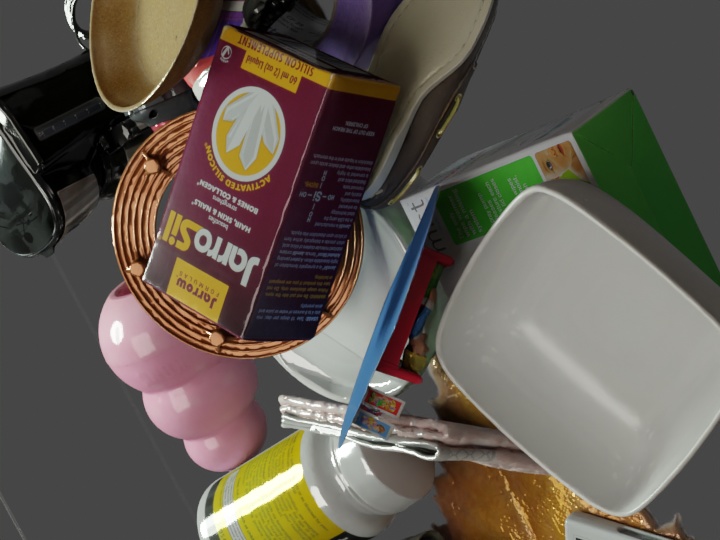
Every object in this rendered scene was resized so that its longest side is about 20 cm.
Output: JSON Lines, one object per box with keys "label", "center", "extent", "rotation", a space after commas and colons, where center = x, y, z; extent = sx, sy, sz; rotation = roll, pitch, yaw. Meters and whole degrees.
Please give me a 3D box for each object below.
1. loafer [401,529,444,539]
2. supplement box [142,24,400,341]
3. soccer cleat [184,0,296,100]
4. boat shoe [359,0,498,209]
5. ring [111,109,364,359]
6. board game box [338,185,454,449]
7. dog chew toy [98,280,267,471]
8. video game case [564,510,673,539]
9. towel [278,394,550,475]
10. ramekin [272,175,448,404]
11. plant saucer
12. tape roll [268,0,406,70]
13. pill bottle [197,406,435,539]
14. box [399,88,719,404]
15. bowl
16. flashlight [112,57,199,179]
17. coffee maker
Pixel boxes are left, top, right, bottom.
{"label": "loafer", "center": [0.055, 0.256, 1.650], "extent": [0.199, 0.070, 0.070], "rotation": [6, 109, 32]}
{"label": "supplement box", "center": [-0.066, -0.061, 1.364], "extent": [0.110, 0.085, 0.201], "rotation": [27, 104, 33]}
{"label": "soccer cleat", "center": [-0.089, -0.205, 1.399], "extent": [0.073, 0.068, 0.200], "rotation": [49, 138, 10]}
{"label": "boat shoe", "center": [0.044, -0.136, 1.401], "extent": [0.072, 0.059, 0.201], "rotation": [32, 93, 31]}
{"label": "ring", "center": [-0.096, -0.027, 1.454], "extent": [0.199, 0.019, 0.201], "rotation": [2, 105, 9]}
{"label": "board game box", "center": [0.037, 0.038, 1.361], "extent": [0.039, 0.158, 0.200], "rotation": [21, 132, -2]}
{"label": "dog chew toy", "center": [-0.149, 0.093, 1.699], "extent": [0.124, 0.125, 0.201], "rotation": [-11, 113, 43]}
{"label": "video game case", "center": [0.251, 0.305, 1.535], "extent": [0.182, 0.022, 0.201], "rotation": [13, 120, 36]}
{"label": "towel", "center": [0.064, 0.132, 1.479], "extent": [0.200, 0.190, 0.032], "rotation": [6, 85, 49]}
{"label": "ramekin", "center": [0.000, 0.000, 1.532], "extent": [0.202, 0.094, 0.203], "rotation": [20, 124, 32]}
{"label": "plant saucer", "center": [-0.144, -0.213, 1.407], "extent": [0.200, 0.035, 0.201], "rotation": [-26, 59, 54]}
{"label": "tape roll", "center": [-0.046, -0.239, 1.448], "extent": [0.199, 0.085, 0.201], "rotation": [19, 124, 31]}
{"label": "pill bottle", "center": [-0.038, 0.194, 1.644], "extent": [0.200, 0.114, 0.115], "rotation": [-34, 89, 34]}
{"label": "box", "center": [0.155, -0.005, 1.396], "extent": [0.176, 0.097, 0.201], "rotation": [-19, 101, 43]}
{"label": "bowl", "center": [0.165, 0.044, 1.297], "extent": [0.200, 0.075, 0.200], "rotation": [40, 132, 13]}
{"label": "flashlight", "center": [-0.138, -0.073, 1.497], "extent": [0.068, 0.068, 0.201], "rotation": [-21, 99, 19]}
{"label": "coffee maker", "center": [-0.255, -0.128, 1.606], "extent": [0.192, 0.200, 0.135], "rotation": [42, 133, 15]}
